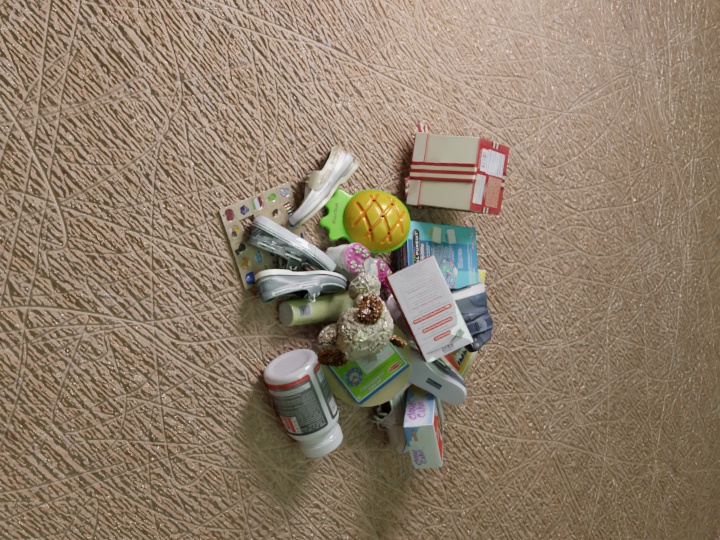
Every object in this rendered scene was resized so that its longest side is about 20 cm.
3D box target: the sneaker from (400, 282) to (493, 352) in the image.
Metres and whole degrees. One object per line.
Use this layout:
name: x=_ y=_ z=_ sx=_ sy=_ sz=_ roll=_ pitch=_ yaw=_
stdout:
sneaker: x=0.199 y=0.121 z=1.579 sx=0.202 sy=0.077 sz=0.147 roll=-15 pitch=93 yaw=-11

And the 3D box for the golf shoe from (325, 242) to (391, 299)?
golf shoe: x=0.000 y=0.000 z=1.526 sx=0.200 sy=0.091 sz=0.075 roll=45 pitch=59 yaw=-45

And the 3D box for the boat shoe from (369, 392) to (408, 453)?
boat shoe: x=0.061 y=0.325 z=1.614 sx=0.086 sy=0.075 sz=0.203 roll=-12 pitch=100 yaw=-37

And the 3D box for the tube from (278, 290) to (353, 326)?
tube: x=-0.080 y=0.081 z=1.493 sx=0.200 sy=0.058 sz=0.052 roll=-6 pitch=64 yaw=-43

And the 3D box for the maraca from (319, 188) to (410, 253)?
maraca: x=0.011 y=-0.108 z=1.510 sx=0.199 sy=0.107 sz=0.138 roll=9 pitch=76 yaw=-15

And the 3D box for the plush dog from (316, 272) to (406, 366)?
plush dog: x=0.003 y=0.123 z=1.400 sx=0.200 sy=0.160 sz=0.172 roll=-58 pitch=169 yaw=14

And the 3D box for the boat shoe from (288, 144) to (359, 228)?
boat shoe: x=-0.087 y=-0.171 z=1.446 sx=0.068 sy=0.075 sz=0.200 roll=44 pitch=65 yaw=-13

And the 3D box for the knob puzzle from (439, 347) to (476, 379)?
knob puzzle: x=0.213 y=0.123 z=1.647 sx=0.219 sy=0.030 sz=0.220 roll=13 pitch=68 yaw=-35

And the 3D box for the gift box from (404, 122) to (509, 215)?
gift box: x=0.202 y=-0.223 z=1.588 sx=0.200 sy=0.186 sz=0.185 roll=8 pitch=92 yaw=-54

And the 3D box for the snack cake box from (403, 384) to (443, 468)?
snack cake box: x=0.145 y=0.336 z=1.603 sx=0.200 sy=0.067 sz=0.115 roll=-73 pitch=154 yaw=-65

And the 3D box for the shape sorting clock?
shape sorting clock: x=0.011 y=0.192 z=1.525 sx=0.199 sy=0.039 sz=0.201 roll=0 pitch=91 yaw=3

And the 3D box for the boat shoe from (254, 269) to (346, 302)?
boat shoe: x=-0.115 y=0.038 z=1.423 sx=0.200 sy=0.073 sz=0.062 roll=4 pitch=65 yaw=-32

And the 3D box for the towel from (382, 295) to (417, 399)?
towel: x=0.085 y=0.154 z=1.597 sx=0.191 sy=0.032 sz=0.200 roll=-37 pitch=101 yaw=-27

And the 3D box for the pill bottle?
pill bottle: x=-0.111 y=0.271 z=1.443 sx=0.116 sy=0.116 sz=0.200 roll=-32 pitch=114 yaw=-32

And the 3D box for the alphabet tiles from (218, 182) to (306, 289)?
alphabet tiles: x=-0.181 y=-0.055 z=1.419 sx=0.167 sy=0.008 sz=0.201 roll=-28 pitch=112 yaw=-34

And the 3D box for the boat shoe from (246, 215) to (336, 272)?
boat shoe: x=-0.141 y=-0.035 z=1.415 sx=0.200 sy=0.072 sz=0.071 roll=31 pitch=85 yaw=-26

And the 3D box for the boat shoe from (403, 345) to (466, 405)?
boat shoe: x=0.151 y=0.218 z=1.572 sx=0.200 sy=0.068 sz=0.072 roll=32 pitch=116 yaw=-4

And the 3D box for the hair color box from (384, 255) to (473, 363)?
hair color box: x=0.143 y=0.082 z=1.499 sx=0.111 sy=0.064 sz=0.200 roll=-25 pitch=90 yaw=-4

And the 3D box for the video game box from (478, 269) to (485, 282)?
video game box: x=0.213 y=0.082 z=1.724 sx=0.182 sy=0.047 sz=0.201 roll=12 pitch=88 yaw=-35

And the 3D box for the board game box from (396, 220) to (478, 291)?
board game box: x=0.178 y=-0.029 z=1.634 sx=0.199 sy=0.047 sz=0.151 roll=4 pitch=79 yaw=-30
